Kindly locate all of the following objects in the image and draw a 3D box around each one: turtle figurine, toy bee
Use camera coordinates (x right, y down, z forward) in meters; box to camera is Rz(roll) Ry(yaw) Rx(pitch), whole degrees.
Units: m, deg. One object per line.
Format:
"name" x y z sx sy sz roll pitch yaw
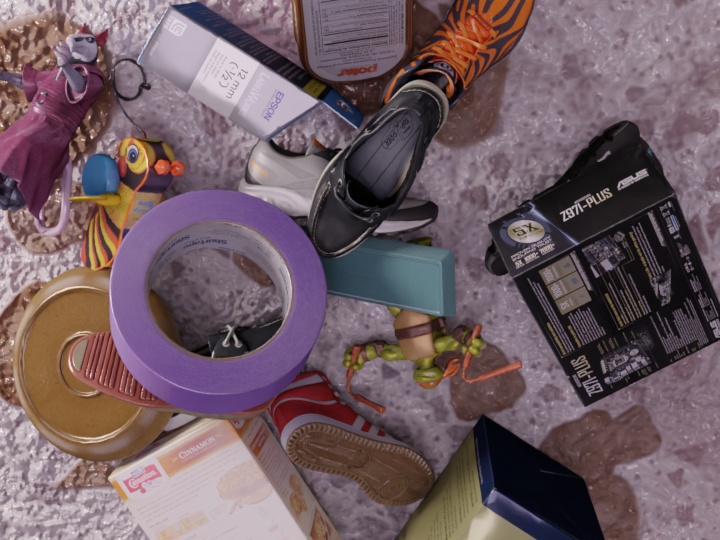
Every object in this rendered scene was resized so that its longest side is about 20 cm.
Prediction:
"turtle figurine" 0.063 0.051 1.230 0.199 0.064 0.163 -11 96 33
"toy bee" -0.220 -0.086 1.184 0.108 0.130 0.202 23 127 42

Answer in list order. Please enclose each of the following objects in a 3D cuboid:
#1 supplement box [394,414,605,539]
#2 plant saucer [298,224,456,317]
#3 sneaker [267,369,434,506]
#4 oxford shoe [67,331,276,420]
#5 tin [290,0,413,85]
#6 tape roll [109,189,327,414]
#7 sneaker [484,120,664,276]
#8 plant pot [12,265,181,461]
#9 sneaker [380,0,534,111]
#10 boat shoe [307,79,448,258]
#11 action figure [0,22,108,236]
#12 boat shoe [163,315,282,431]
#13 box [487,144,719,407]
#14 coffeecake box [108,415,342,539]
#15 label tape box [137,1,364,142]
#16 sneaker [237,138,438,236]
"supplement box" 0.125 0.288 1.219 0.134 0.200 0.201 33 102 -5
"plant saucer" 0.000 0.000 1.199 0.199 0.019 0.070 11 118 29
"sneaker" -0.013 0.171 1.275 0.199 0.113 0.071 30 103 -35
"oxford shoe" -0.182 0.111 1.182 0.198 0.074 0.071 15 65 -4
"tin" -0.008 -0.239 1.114 0.111 0.200 0.042 -5 61 -1
"tape roll" -0.133 0.028 1.148 0.198 0.066 0.202 4 68 -10
"sneaker" 0.208 -0.054 1.198 0.200 0.075 0.079 -41 101 11
"plant pot" -0.274 0.095 1.248 0.198 0.027 0.202 1 92 20
"sneaker" 0.095 -0.200 1.148 0.077 0.112 0.200 38 102 -7
"boat shoe" 0.008 -0.081 1.118 0.074 0.066 0.199 40 115 -6
"action figure" -0.289 -0.146 1.187 0.149 0.133 0.201 40 75 -40
"boat shoe" -0.138 0.091 1.250 0.199 0.076 0.061 -33 106 9
"box" 0.238 0.009 1.165 0.163 0.086 0.200 -28 129 9
"coffeecake box" -0.138 0.249 1.279 0.153 0.073 0.201 -29 101 18
"label tape box" -0.096 -0.171 1.149 0.199 0.143 0.066 34 103 -5
"sneaker" -0.019 -0.081 1.205 0.198 0.074 0.080 13 99 0
